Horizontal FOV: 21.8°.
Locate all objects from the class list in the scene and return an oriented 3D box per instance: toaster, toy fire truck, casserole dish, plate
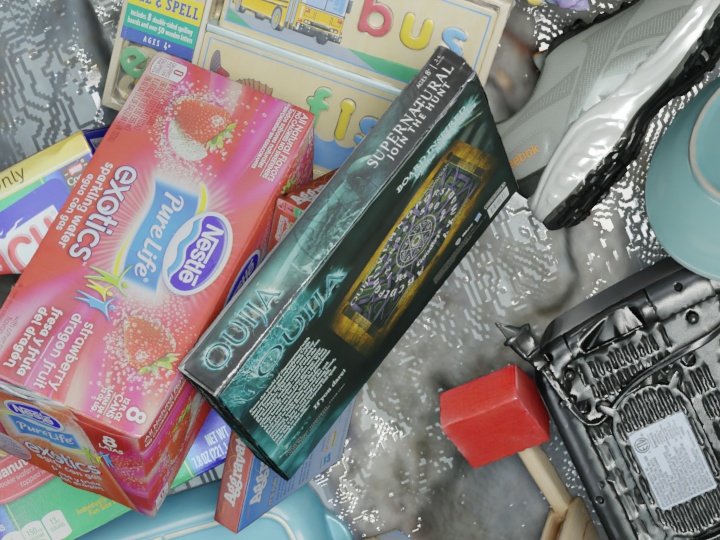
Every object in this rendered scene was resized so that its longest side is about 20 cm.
[{"bbox_3d":[0.196,0.073,1.001,0.180,0.119,0.201,-26,93,7],"label":"toaster"},{"bbox_3d":[0.113,0.161,1.027,0.048,0.142,0.200,-23,133,19],"label":"toy fire truck"},{"bbox_3d":[-0.097,0.192,1.084,0.198,0.039,0.122,-17,94,6],"label":"casserole dish"},{"bbox_3d":[0.235,-0.071,0.952,0.199,0.201,0.026,-28,125,8],"label":"plate"}]

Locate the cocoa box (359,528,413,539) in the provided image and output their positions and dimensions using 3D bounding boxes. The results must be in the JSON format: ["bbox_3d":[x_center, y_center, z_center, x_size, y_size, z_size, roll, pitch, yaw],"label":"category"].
[{"bbox_3d":[0.016,0.238,0.972,0.130,0.200,0.135,-18,105,-20],"label":"cocoa box"}]

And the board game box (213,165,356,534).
[{"bbox_3d":[-0.026,0.037,0.994,0.019,0.103,0.201,27,122,23],"label":"board game box"}]

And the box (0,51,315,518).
[{"bbox_3d":[-0.103,0.006,0.938,0.095,0.100,0.201,22,62,10],"label":"box"}]

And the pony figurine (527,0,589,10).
[{"bbox_3d":[0.148,-0.215,0.892,0.199,0.166,0.194,-33,88,23],"label":"pony figurine"}]

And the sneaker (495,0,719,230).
[{"bbox_3d":[0.144,-0.119,1.012,0.079,0.074,0.200,43,94,17],"label":"sneaker"}]

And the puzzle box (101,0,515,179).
[{"bbox_3d":[-0.030,-0.118,0.989,0.198,0.025,0.134,19,117,3],"label":"puzzle box"}]

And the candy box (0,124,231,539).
[{"bbox_3d":[-0.174,0.043,1.056,0.168,0.077,0.201,-27,91,8],"label":"candy box"}]

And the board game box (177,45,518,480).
[{"bbox_3d":[0.000,0.000,0.925,0.028,0.135,0.200,34,78,24],"label":"board game box"}]

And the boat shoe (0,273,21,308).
[{"bbox_3d":[-0.227,0.037,0.993,0.198,0.057,0.068,-1,93,5],"label":"boat shoe"}]
